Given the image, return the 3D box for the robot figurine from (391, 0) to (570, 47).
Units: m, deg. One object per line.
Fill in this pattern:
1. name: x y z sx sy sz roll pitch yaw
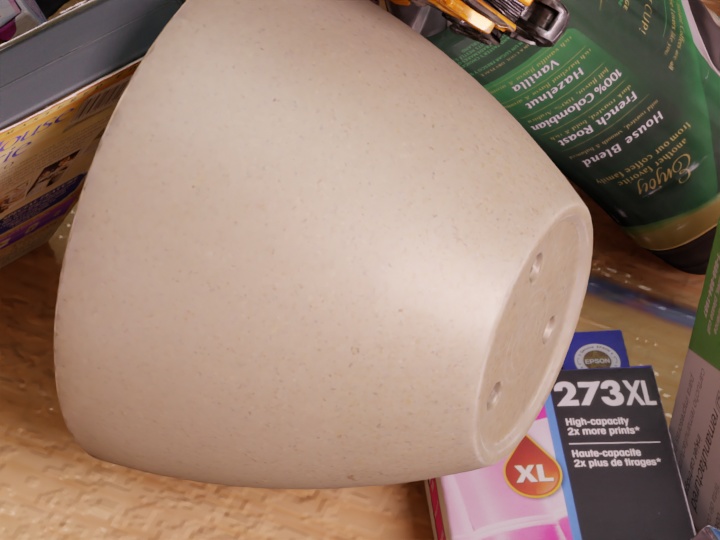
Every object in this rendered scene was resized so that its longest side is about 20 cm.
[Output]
1. robot figurine: -0.002 -0.139 1.047 0.200 0.145 0.058 28 88 55

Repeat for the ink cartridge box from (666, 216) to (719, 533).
1. ink cartridge box: 0.192 0.090 1.036 0.084 0.145 0.200 -11 48 -16

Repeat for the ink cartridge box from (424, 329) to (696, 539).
1. ink cartridge box: 0.075 0.088 1.103 0.095 0.037 0.200 -2 44 -8

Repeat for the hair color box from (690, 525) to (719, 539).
1. hair color box: 0.141 0.190 0.938 0.060 0.100 0.200 28 21 -44

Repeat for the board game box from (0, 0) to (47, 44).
1. board game box: -0.246 -0.105 1.168 0.200 0.041 0.200 -35 59 4

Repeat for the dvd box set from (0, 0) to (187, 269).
1. dvd box set: -0.152 -0.030 1.079 0.146 0.200 0.029 -31 82 -31

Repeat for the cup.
1. cup: 0.000 0.000 1.053 0.143 0.200 0.200 20 46 20

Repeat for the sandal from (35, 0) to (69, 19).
1. sandal: -0.149 -0.133 1.217 0.200 0.043 0.076 -37 38 12

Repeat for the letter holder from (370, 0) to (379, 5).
1. letter holder: -0.047 -0.138 1.233 0.100 0.142 0.200 2 46 -6

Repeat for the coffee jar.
1. coffee jar: 0.100 -0.084 1.175 0.200 0.085 0.104 37 30 -35
